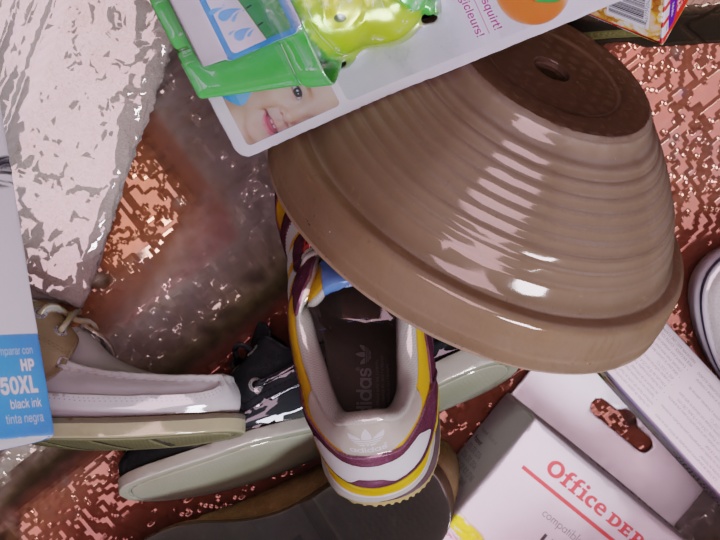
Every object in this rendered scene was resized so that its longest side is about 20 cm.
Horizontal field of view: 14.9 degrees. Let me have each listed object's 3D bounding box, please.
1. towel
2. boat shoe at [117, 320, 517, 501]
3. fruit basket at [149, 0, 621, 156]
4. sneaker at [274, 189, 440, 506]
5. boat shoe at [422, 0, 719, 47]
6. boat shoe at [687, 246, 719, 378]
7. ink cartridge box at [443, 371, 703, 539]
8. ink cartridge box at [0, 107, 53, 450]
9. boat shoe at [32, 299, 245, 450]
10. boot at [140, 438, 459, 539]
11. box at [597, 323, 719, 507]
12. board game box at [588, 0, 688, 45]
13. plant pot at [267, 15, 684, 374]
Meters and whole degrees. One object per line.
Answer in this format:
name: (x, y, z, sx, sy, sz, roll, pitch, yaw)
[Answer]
towel: (-0.159, -0.090, 1.284, 0.132, 0.034, 0.201, 20, 96, -11)
boat shoe: (-0.028, 0.051, 1.305, 0.198, 0.075, 0.066, -22, 73, 8)
fruit basket: (-0.003, -0.159, 1.133, 0.199, 0.094, 0.186, -18, 110, 21)
sneaker: (0.000, 0.000, 1.237, 0.074, 0.090, 0.201, -11, 63, 0)
boat shoe: (0.094, -0.146, 1.297, 0.199, 0.072, 0.077, -1, 73, -6)
boat shoe: (0.232, 0.073, 1.335, 0.071, 0.070, 0.200, -34, 101, -1)
ink cartridge box: (0.083, 0.143, 1.328, 0.115, 0.068, 0.200, 38, 91, -11)
ink cartridge box: (-0.227, -0.011, 1.208, 0.144, 0.084, 0.201, -13, 84, 33)
boat shoe: (-0.149, 0.047, 1.262, 0.199, 0.075, 0.069, 1, 81, 15)
boot: (-0.040, 0.133, 1.318, 0.199, 0.075, 0.074, -24, 101, 16)
box: (0.142, 0.051, 1.319, 0.041, 0.039, 0.200, -44, 91, -3)
board game box: (0.056, -0.195, 1.201, 0.199, 0.152, 0.046, 24, 60, 15)
plant pot: (0.066, -0.053, 1.222, 0.200, 0.201, 0.093, 23, 122, -9)
